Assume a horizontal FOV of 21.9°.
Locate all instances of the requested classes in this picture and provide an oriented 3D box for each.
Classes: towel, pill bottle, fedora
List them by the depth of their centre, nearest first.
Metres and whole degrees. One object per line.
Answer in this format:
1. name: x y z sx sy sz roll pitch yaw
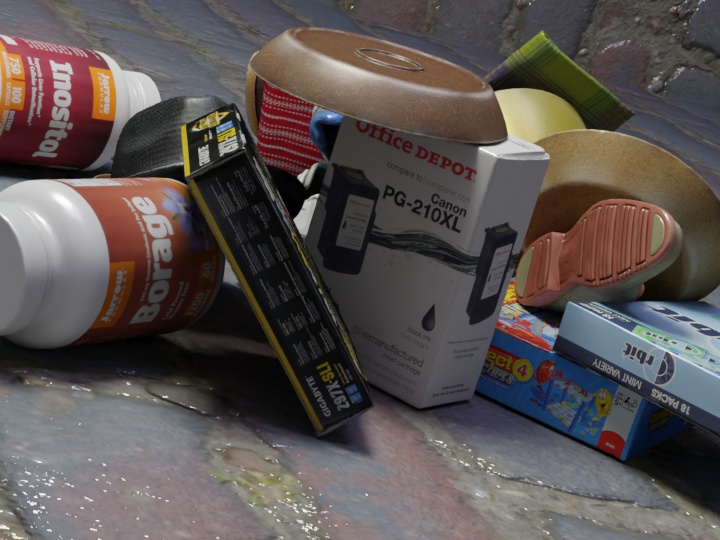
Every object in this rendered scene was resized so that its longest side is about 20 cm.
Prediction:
1. pill bottle: -0.190 -0.005 1.255 0.112 0.113 0.200 25 16 28
2. fedora: -0.137 -0.077 1.443 0.199 0.092 0.201 -8 -17 -2
3. pill bottle: -0.285 -0.151 1.694 0.199 0.114 0.113 4 20 -43
4. towel: -0.031 -0.110 1.757 0.144 0.201 0.023 20 52 6
5. towel: 0.147 -0.137 1.799 0.143 0.200 0.023 34 37 -28

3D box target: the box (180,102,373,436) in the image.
1. box: -0.060 -0.006 1.282 0.049 0.201 0.160 -25 18 3

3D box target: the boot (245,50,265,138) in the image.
1. boot: -0.013 -0.132 1.798 0.165 0.201 0.073 3 48 24

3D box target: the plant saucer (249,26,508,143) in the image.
1. plant saucer: 0.018 -0.142 1.376 0.199 0.035 0.200 15 17 -5

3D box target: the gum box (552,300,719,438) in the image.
1. gum box: 0.273 0.074 1.428 0.169 0.045 0.199 29 18 38

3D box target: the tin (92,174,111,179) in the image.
1. tin: -0.159 -0.051 1.625 0.112 0.042 0.200 29 17 25

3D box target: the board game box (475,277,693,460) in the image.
1. board game box: 0.170 0.074 1.511 0.195 0.056 0.200 24 15 23

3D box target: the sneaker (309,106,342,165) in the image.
1. sneaker: 0.020 -0.070 1.647 0.200 0.077 0.085 48 22 -3

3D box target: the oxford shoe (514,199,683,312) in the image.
1. oxford shoe: 0.201 -0.008 1.467 0.073 0.071 0.200 17 -15 -23

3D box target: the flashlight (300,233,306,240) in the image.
1. flashlight: 0.000 0.000 1.567 0.199 0.068 0.068 7 27 -38

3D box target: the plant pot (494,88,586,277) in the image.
1. plant pot: 0.147 -0.046 1.733 0.199 0.201 0.142 9 37 -30

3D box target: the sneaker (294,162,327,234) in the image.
1. sneaker: -0.044 -0.060 1.704 0.074 0.087 0.200 11 14 -17

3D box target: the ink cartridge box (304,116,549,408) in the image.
1. ink cartridge box: 0.039 -0.019 1.403 0.144 0.201 0.084 25 16 30

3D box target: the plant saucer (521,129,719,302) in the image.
1. plant saucer: 0.205 -0.028 1.528 0.199 0.201 0.036 21 51 13
